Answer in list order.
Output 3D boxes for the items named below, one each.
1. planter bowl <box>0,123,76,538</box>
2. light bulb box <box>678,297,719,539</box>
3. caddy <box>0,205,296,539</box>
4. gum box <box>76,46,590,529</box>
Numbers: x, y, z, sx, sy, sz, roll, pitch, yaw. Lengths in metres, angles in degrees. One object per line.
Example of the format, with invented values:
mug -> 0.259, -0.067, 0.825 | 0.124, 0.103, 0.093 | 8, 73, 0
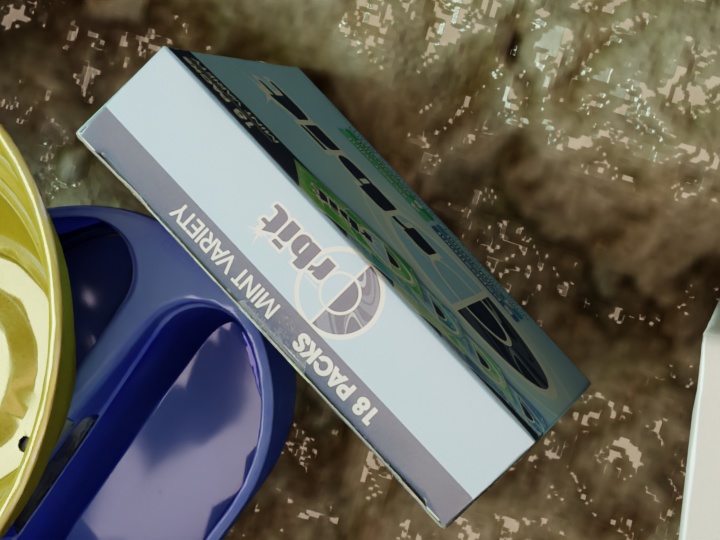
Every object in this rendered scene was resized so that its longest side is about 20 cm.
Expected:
planter bowl -> -0.160, 0.031, 0.854 | 0.200, 0.083, 0.201 | -6, 79, 30
light bulb box -> 0.210, 0.082, 0.820 | 0.199, 0.198, 0.125 | 7, 96, 9
caddy -> -0.113, 0.069, 0.927 | 0.141, 0.105, 0.200 | 36, 99, 6
gum box -> 0.000, 0.000, 0.854 | 0.045, 0.200, 0.170 | -44, 84, 10
